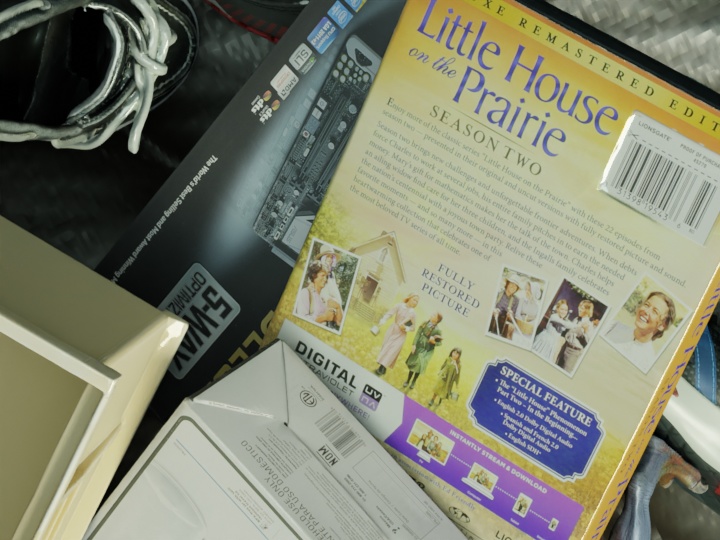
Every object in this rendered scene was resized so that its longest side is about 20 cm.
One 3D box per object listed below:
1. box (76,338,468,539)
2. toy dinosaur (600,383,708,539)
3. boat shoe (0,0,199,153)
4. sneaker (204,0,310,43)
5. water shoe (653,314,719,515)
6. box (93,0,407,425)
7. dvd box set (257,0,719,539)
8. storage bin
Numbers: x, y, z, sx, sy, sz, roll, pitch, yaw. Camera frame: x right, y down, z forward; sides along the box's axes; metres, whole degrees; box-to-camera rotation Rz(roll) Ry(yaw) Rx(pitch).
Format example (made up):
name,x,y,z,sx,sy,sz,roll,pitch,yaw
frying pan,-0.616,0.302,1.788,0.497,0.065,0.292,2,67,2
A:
name,x,y,z,sx,sy,sz,roll,pitch,yaw
box,-0.055,0.135,0.780,0.117,0.060,0.200,47,129,9
toy dinosaur,0.048,0.136,0.812,0.104,0.200,0.182,24,70,24
boat shoe,-0.106,-0.081,0.783,0.068,0.199,0.074,12,98,26
sneaker,-0.066,-0.156,0.827,0.200,0.098,0.071,42,96,1
water shoe,0.151,0.049,0.841,0.200,0.072,0.079,39,71,3
box,0.000,0.000,0.811,0.158,0.050,0.200,46,112,11
dvd box set,0.047,0.008,0.743,0.146,0.029,0.201,30,109,20
storage bin,-0.194,0.058,0.719,0.199,0.094,0.200,30,107,5
